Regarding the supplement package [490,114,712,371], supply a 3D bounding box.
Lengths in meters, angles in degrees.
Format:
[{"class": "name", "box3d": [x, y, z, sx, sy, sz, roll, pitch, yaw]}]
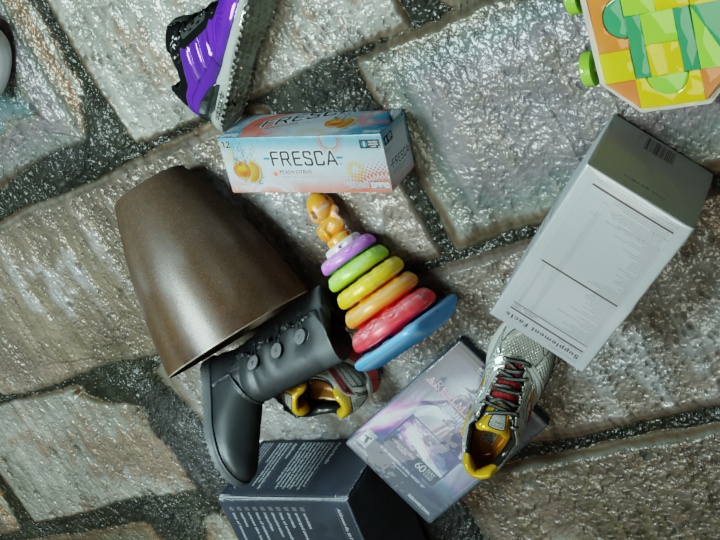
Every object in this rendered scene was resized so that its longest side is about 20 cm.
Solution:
[{"class": "supplement package", "box3d": [0.226, -0.024, 1.053, 0.113, 0.110, 0.201, 33, 130, 5]}]

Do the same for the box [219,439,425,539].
[{"class": "box", "box3d": [-0.042, 0.331, 1.419, 0.195, 0.124, 0.201, -5, 118, 32]}]

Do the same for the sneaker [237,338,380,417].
[{"class": "sneaker", "box3d": [-0.081, 0.129, 1.332, 0.199, 0.082, 0.078, 4, 122, 28]}]

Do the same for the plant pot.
[{"class": "plant pot", "box3d": [-0.189, -0.012, 1.263, 0.187, 0.187, 0.201, -33, 87, 40]}]

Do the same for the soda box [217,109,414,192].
[{"class": "soda box", "box3d": [-0.048, -0.125, 1.166, 0.199, 0.064, 0.069, 2, 122, 27]}]

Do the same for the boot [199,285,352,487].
[{"class": "boot", "box3d": [-0.089, 0.132, 1.252, 0.199, 0.066, 0.166, -29, 62, 25]}]

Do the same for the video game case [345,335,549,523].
[{"class": "video game case", "box3d": [0.099, 0.189, 1.288, 0.143, 0.019, 0.200, 44, 114, -4]}]

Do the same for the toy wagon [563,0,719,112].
[{"class": "toy wagon", "box3d": [0.251, -0.235, 0.944, 0.154, 0.040, 0.201, -4, 119, 30]}]

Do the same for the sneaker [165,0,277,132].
[{"class": "sneaker", "box3d": [-0.155, -0.244, 1.141, 0.099, 0.070, 0.201, 31, 130, 10]}]

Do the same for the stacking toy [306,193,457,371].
[{"class": "stacking toy", "box3d": [0.000, 0.000, 1.211, 0.110, 0.116, 0.201, -36, 89, 37]}]

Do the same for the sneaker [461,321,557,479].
[{"class": "sneaker", "box3d": [0.162, 0.141, 1.202, 0.077, 0.082, 0.201, 17, 111, 7]}]

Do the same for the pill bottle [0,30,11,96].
[{"class": "pill bottle", "box3d": [-0.521, -0.263, 1.300, 0.199, 0.112, 0.113, 22, 129, 14]}]
